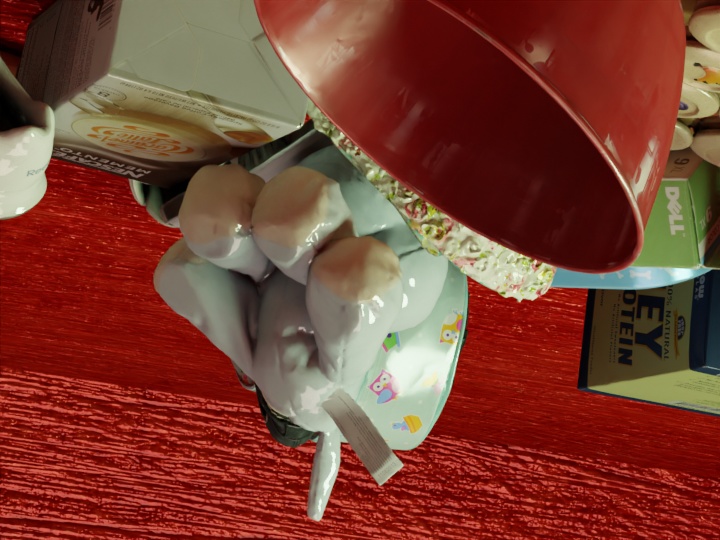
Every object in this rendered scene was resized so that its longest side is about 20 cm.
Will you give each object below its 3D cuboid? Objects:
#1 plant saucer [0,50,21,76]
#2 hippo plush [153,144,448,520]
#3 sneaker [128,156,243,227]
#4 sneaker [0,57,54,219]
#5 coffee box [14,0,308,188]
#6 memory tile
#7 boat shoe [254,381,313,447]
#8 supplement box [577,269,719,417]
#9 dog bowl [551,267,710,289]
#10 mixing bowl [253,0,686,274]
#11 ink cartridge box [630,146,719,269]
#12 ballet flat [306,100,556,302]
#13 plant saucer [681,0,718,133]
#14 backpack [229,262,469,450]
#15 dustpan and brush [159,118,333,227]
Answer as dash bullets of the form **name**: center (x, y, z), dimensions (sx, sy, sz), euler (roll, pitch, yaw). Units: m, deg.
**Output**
- **plant saucer**: center (-0.279, -0.121, 1.208), dimensions (0.198, 0.033, 0.200), euler (8, 169, 2)
- **hippo plush**: center (0.000, 0.000, 1.044), dimensions (0.161, 0.201, 0.159), euler (-38, -178, -43)
- **sneaker**: center (-0.124, -0.069, 1.225), dimensions (0.073, 0.090, 0.200), euler (4, 170, 10)
- **sneaker**: center (-0.242, -0.119, 0.986), dimensions (0.199, 0.075, 0.087), euler (38, 141, -5)
- **coffee box**: center (-0.115, -0.111, 1.012), dimensions (0.113, 0.081, 0.200), euler (14, 167, -24)
- **memory tile**: center (0.201, -0.075, 0.841), dimensions (0.152, 0.017, 0.200), euler (18, 169, -4)
- **boat shoe**: center (-0.041, 0.029, 1.181), dimensions (0.074, 0.201, 0.066), euler (0, 139, -9)
- **supplement box**: center (0.292, 0.031, 1.309), dimensions (0.198, 0.136, 0.200), euler (11, 169, -17)
- **dog bowl**: center (0.153, -0.029, 1.173), dimensions (0.198, 0.050, 0.111), euler (2, -155, 39)
- **mixing bowl**: center (0.063, -0.104, 0.769), dimensions (0.199, 0.109, 0.200), euler (33, 164, 11)
- **ink cartridge box**: center (0.168, -0.050, 1.056), dimensions (0.198, 0.060, 0.104), euler (2, -152, 31)
- **ballet flat**: center (0.043, -0.060, 0.995), dimensions (0.200, 0.076, 0.064), euler (40, 142, -11)
- **plant saucer**: center (0.135, -0.107, 0.949), dimensions (0.198, 0.033, 0.200), euler (8, 169, 2)
- **backpack**: center (-0.007, 0.033, 1.306), dimensions (0.152, 0.178, 0.200), euler (10, -161, -28)
- **dustpan and brush**: center (-0.054, -0.076, 1.168), dimensions (0.139, 0.058, 0.200), euler (-32, 169, 7)
